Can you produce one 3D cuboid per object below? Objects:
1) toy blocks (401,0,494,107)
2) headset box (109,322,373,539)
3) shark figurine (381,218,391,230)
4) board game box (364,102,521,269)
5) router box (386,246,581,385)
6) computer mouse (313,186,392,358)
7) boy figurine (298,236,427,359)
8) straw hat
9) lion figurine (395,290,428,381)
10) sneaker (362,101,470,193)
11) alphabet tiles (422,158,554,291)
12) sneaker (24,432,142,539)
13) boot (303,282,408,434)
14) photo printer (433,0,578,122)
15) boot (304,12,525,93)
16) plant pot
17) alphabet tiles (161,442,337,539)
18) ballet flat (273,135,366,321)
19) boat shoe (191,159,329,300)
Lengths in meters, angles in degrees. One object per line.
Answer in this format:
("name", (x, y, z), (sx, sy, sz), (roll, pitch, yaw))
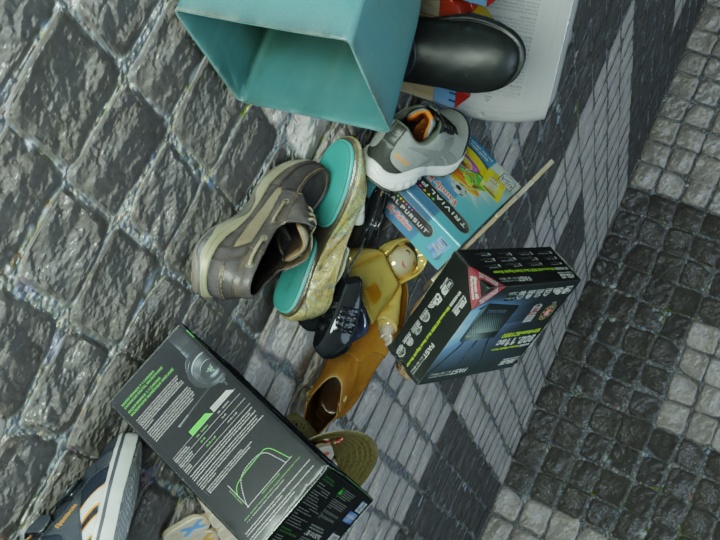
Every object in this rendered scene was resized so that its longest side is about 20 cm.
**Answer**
("toy blocks", (0.084, -0.252, 1.051), (0.100, 0.136, 0.201), (-51, 154, -39))
("headset box", (-0.104, 0.157, 0.896), (0.093, 0.200, 0.174), (-48, 155, -8))
("shark figurine", (0.067, -0.077, 1.309), (0.089, 0.128, 0.214), (-44, 180, 6))
("board game box", (0.090, -0.106, 1.187), (0.047, 0.151, 0.200), (-46, 176, 36))
("router box", (0.145, 0.049, 1.172), (0.199, 0.062, 0.150), (-3, 136, -47))
("computer mouse", (0.000, 0.000, 1.083), (0.202, 0.034, 0.059), (-68, -165, -6))
("boy figurine", (0.013, 0.026, 1.195), (0.200, 0.064, 0.125), (-38, 103, -42))
("straw hat", (-0.079, 0.208, 1.139), (0.199, 0.085, 0.202), (-24, 146, -17))
("lion figurine", (0.090, 0.061, 1.260), (0.122, 0.073, 0.201), (-37, 153, -13))
("sneaker", (0.073, -0.145, 1.102), (0.200, 0.074, 0.080), (-33, 159, -54))
("alphabet tiles", (0.149, -0.052, 1.200), (0.200, 0.008, 0.167), (-45, 176, -3))
("sneaker", (-0.227, 0.213, 0.810), (0.079, 0.078, 0.201), (99, -2, -46))
("boot", (-0.005, 0.102, 1.248), (0.203, 0.070, 0.144), (-67, 172, 19))
("photo printer", (0.163, -0.274, 1.199), (0.070, 0.164, 0.202), (-74, 173, -59))
("boot", (0.039, -0.192, 0.924), (0.162, 0.196, 0.074), (-46, 148, -59))
("plant pot", (-0.025, -0.241, 0.793), (0.141, 0.140, 0.202), (52, 54, -67))
("alphabet tiles", (-0.109, 0.256, 1.082), (0.194, 0.015, 0.201), (-27, 146, -12))
("ballet flat", (-0.031, -0.040, 1.056), (0.071, 0.070, 0.202), (-8, 121, -67))
("boat shoe", (-0.076, -0.032, 0.945), (0.200, 0.073, 0.075), (-51, 154, -41))
